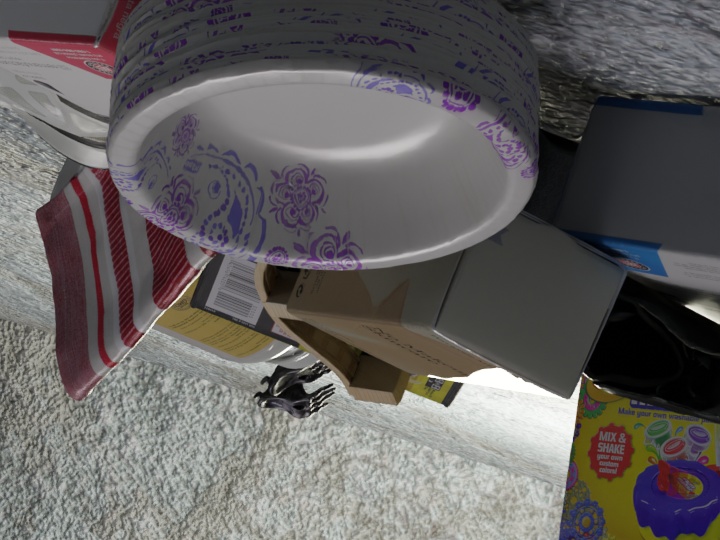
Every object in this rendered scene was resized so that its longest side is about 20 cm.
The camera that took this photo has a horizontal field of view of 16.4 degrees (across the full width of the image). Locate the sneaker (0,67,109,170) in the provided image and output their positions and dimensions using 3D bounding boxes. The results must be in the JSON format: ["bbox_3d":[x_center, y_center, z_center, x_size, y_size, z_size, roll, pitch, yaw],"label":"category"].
[{"bbox_3d":[-0.216,-0.146,1.516,0.200,0.076,0.115,25,151,8],"label":"sneaker"}]

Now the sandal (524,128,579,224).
[{"bbox_3d":[0.071,-0.065,1.377,0.043,0.076,0.200,45,-172,35],"label":"sandal"}]

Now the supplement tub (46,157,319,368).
[{"bbox_3d":[-0.104,-0.019,1.750,0.200,0.145,0.145,25,169,-38],"label":"supplement tub"}]

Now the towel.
[{"bbox_3d":[-0.152,-0.024,1.596,0.023,0.144,0.200,5,148,-32],"label":"towel"}]

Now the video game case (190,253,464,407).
[{"bbox_3d":[0.000,0.000,1.521,0.181,0.026,0.200,22,148,-3],"label":"video game case"}]

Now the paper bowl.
[{"bbox_3d":[-0.016,-0.087,1.169,0.201,0.104,0.201,3,155,1],"label":"paper bowl"}]

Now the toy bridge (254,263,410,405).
[{"bbox_3d":[-0.026,0.017,1.510,0.067,0.027,0.200,7,146,23],"label":"toy bridge"}]

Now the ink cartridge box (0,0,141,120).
[{"bbox_3d":[-0.093,-0.119,1.310,0.200,0.083,0.146,26,168,-41],"label":"ink cartridge box"}]

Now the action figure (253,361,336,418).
[{"bbox_3d":[-0.067,0.018,2.003,0.102,0.200,0.119,-17,148,-11],"label":"action figure"}]

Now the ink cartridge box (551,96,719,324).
[{"bbox_3d":[0.223,-0.014,1.312,0.200,0.086,0.146,24,171,-42],"label":"ink cartridge box"}]

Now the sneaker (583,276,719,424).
[{"bbox_3d":[0.143,0.034,1.347,0.200,0.060,0.104,30,-174,34],"label":"sneaker"}]

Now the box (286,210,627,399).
[{"bbox_3d":[0.047,0.010,1.342,0.095,0.078,0.200,27,171,-20],"label":"box"}]

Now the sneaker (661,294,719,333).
[{"bbox_3d":[0.183,0.019,1.620,0.091,0.076,0.200,9,165,-15],"label":"sneaker"}]

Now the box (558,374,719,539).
[{"bbox_3d":[0.261,0.126,1.500,0.200,0.122,0.193,3,172,45],"label":"box"}]
